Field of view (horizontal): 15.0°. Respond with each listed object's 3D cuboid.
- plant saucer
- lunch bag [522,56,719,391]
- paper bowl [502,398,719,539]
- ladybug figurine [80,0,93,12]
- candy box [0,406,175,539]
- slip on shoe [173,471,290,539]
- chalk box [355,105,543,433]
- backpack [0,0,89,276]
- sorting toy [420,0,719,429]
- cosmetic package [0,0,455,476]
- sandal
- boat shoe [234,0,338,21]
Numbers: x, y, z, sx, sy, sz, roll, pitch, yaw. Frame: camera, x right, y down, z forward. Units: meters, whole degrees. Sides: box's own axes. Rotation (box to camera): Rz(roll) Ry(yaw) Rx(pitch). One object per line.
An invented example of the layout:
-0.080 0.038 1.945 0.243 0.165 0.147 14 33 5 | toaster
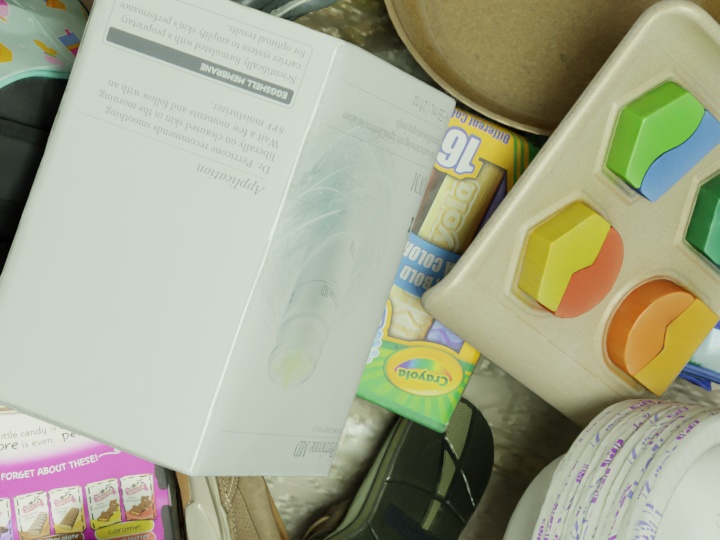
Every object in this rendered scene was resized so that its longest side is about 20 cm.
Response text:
0.106 -0.148 1.429 0.199 0.035 0.201 3 63 -5 | plant saucer
0.177 -0.023 1.493 0.199 0.082 0.161 20 98 -16 | lunch bag
0.144 0.166 1.409 0.200 0.104 0.202 -10 102 -52 | paper bowl
-0.140 -0.217 1.366 0.135 0.072 0.201 -11 97 -32 | ladybug figurine
-0.175 0.067 1.431 0.136 0.061 0.201 -8 103 -11 | candy box
-0.072 0.087 1.438 0.060 0.076 0.201 -9 118 -6 | slip on shoe
0.000 0.000 1.428 0.124 0.125 0.201 26 93 -18 | chalk box
-0.204 -0.058 1.261 0.153 0.200 0.176 41 107 8 | backpack
0.146 -0.018 1.386 0.200 0.036 0.185 -50 135 4 | sorting toy
-0.062 -0.015 1.257 0.123 0.199 0.201 21 92 17 | cosmetic package
0.005 0.153 1.480 0.080 0.057 0.201 48 59 -19 | sandal
-0.084 -0.106 1.414 0.200 0.073 0.062 -45 104 -7 | boat shoe
